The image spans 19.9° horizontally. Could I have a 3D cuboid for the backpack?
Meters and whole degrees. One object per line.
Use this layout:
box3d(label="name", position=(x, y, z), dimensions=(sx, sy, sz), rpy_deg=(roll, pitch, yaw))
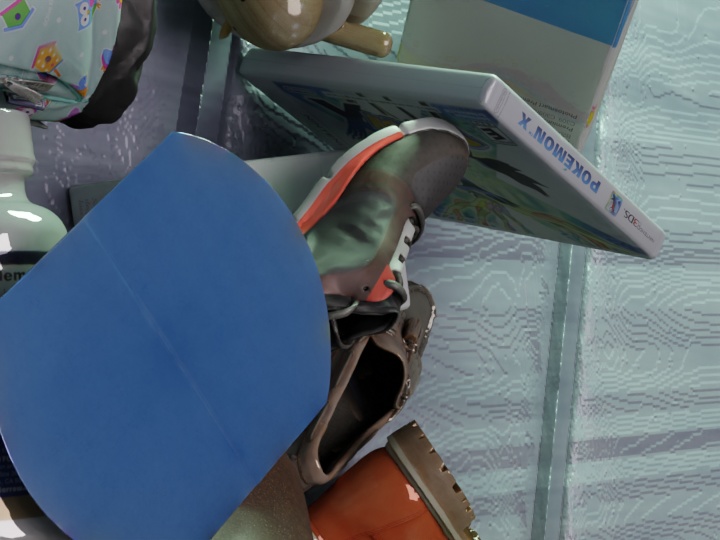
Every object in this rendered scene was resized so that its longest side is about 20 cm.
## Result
box3d(label="backpack", position=(-0.190, -0.151, 0.959), dimensions=(0.200, 0.127, 0.167), rpy_deg=(5, 84, -47))

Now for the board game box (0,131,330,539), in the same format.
box3d(label="board game box", position=(-0.097, 0.039, 0.946), dimensions=(0.200, 0.039, 0.158), rpy_deg=(-49, 120, -35))

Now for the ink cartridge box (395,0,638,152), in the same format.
box3d(label="ink cartridge box", position=(0.098, -0.149, 1.254), dimensions=(0.200, 0.125, 0.129), rpy_deg=(105, 8, -47))

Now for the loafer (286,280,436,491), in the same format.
box3d(label="loafer", position=(0.001, 0.071, 1.209), dimensions=(0.200, 0.063, 0.072), rpy_deg=(-46, 119, -44))

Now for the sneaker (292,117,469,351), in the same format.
box3d(label="sneaker", position=(0.000, 0.000, 1.061), dimensions=(0.200, 0.082, 0.077), rpy_deg=(-41, 150, -26))

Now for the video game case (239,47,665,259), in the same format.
box3d(label="video game case", position=(0.052, -0.068, 1.189), dimensions=(0.182, 0.200, 0.022), rpy_deg=(37, 73, -42))

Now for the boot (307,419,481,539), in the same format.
box3d(label="boot", position=(0.020, 0.172, 1.220), dimensions=(0.107, 0.075, 0.200), rpy_deg=(-35, 142, -5))

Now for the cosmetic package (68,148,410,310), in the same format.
box3d(label="cosmetic package", position=(-0.063, -0.012, 1.138), dimensions=(0.200, 0.074, 0.102), rpy_deg=(-9, 92, -49))

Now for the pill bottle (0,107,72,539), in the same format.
box3d(label="pill bottle", position=(-0.187, 0.029, 0.945), dimensions=(0.111, 0.111, 0.200), rpy_deg=(0, 85, -51))

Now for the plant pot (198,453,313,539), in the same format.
box3d(label="plant pot", position=(-0.092, 0.176, 1.009), dimensions=(0.187, 0.187, 0.200), rpy_deg=(54, 32, -31))

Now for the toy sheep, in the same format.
box3d(label="toy sheep", position=(-0.031, -0.195, 1.160), dimensions=(0.138, 0.138, 0.200), rpy_deg=(54, 33, -31))
